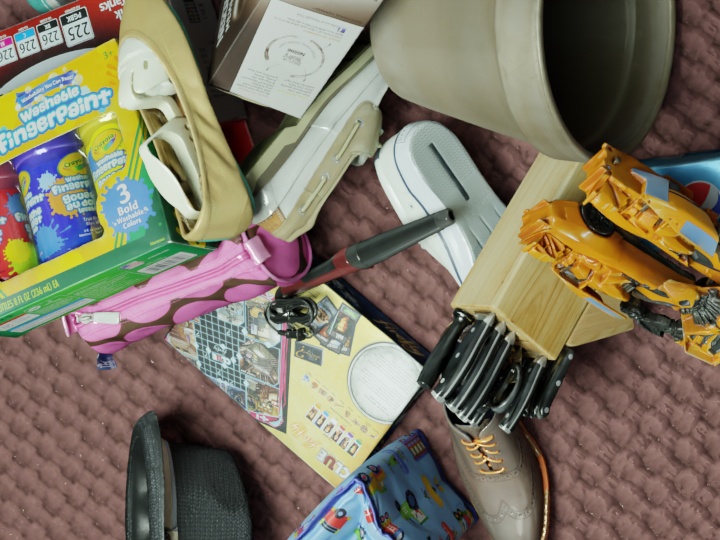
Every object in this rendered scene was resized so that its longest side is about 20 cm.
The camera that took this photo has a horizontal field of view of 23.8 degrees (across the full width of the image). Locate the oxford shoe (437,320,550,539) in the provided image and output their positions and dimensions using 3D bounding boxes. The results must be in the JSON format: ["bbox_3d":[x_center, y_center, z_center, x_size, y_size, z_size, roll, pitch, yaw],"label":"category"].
[{"bbox_3d":[0.096,0.137,1.344,0.071,0.073,0.201,-16,93,22],"label":"oxford shoe"}]

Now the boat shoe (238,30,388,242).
[{"bbox_3d":[-0.020,-0.109,1.322,0.068,0.075,0.200,45,76,-15],"label":"boat shoe"}]

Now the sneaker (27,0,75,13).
[{"bbox_3d":[-0.303,-0.292,1.431,0.080,0.071,0.201,-30,77,25],"label":"sneaker"}]

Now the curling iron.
[{"bbox_3d":[0.000,0.000,1.328,0.200,0.026,0.050,-32,77,34],"label":"curling iron"}]

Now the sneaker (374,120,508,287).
[{"bbox_3d":[0.082,-0.027,1.332,0.200,0.073,0.071,60,153,-9],"label":"sneaker"}]

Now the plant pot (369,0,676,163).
[{"bbox_3d":[0.108,-0.182,1.241,0.173,0.200,0.201,6,101,36],"label":"plant pot"}]

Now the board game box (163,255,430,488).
[{"bbox_3d":[-0.049,0.067,1.410,0.200,0.035,0.136,40,110,10],"label":"board game box"}]

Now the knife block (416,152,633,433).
[{"bbox_3d":[0.111,0.013,1.266,0.064,0.175,0.201,3,103,61],"label":"knife block"}]

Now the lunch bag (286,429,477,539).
[{"bbox_3d":[-0.027,0.230,1.365,0.200,0.150,0.094,-36,85,22],"label":"lunch bag"}]

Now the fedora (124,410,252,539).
[{"bbox_3d":[-0.142,0.218,1.428,0.091,0.201,0.201,1,101,-15],"label":"fedora"}]

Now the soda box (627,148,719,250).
[{"bbox_3d":[0.286,-0.058,1.242,0.199,0.068,0.064,-6,99,22],"label":"soda box"}]

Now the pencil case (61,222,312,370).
[{"bbox_3d":[-0.141,0.006,1.366,0.199,0.094,0.091,-23,84,25],"label":"pencil case"}]

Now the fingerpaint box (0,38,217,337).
[{"bbox_3d":[-0.231,-0.060,1.327,0.199,0.073,0.167,-22,76,22],"label":"fingerpaint box"}]

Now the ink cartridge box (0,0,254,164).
[{"bbox_3d":[-0.204,-0.133,1.410,0.199,0.084,0.176,-17,93,22],"label":"ink cartridge box"}]

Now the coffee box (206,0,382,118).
[{"bbox_3d":[-0.032,-0.219,1.225,0.080,0.113,0.200,19,140,-18],"label":"coffee box"}]

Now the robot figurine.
[{"bbox_3d":[0.218,-0.002,1.210,0.200,0.058,0.145,31,137,-16],"label":"robot figurine"}]

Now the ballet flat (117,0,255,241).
[{"bbox_3d":[-0.139,-0.114,1.246,0.069,0.063,0.201,-30,84,52],"label":"ballet flat"}]
